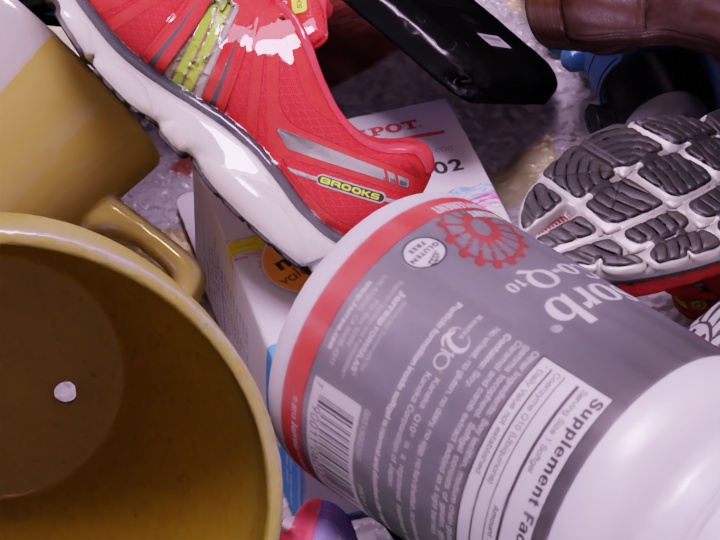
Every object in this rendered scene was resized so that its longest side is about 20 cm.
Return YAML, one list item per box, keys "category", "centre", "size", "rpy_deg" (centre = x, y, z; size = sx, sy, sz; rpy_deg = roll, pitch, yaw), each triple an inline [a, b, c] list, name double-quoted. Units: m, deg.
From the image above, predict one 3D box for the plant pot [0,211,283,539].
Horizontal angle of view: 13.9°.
- category: "plant pot"
  centre: [-0.134, 0.059, 1.078]
  size: [0.200, 0.200, 0.142]
  rpy_deg: [-6, 19, -5]

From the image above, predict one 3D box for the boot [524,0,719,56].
- category: "boot"
  centre: [0.184, -0.150, 1.199]
  size: [0.200, 0.064, 0.186]
  rpy_deg: [11, 65, 49]

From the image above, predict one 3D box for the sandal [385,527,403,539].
- category: "sandal"
  centre: [0.094, 0.115, 1.107]
  size: [0.200, 0.045, 0.075]
  rpy_deg: [20, 51, 1]

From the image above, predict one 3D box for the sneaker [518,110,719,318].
- category: "sneaker"
  centre: [0.138, -0.013, 1.178]
  size: [0.200, 0.085, 0.077]
  rpy_deg: [-17, 47, -40]

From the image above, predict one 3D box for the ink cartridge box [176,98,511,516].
- category: "ink cartridge box"
  centre: [0.000, 0.000, 1.204]
  size: [0.115, 0.068, 0.200]
  rpy_deg: [-12, 44, -12]

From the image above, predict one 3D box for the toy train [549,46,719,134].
- category: "toy train"
  centre: [0.138, -0.118, 1.320]
  size: [0.114, 0.087, 0.200]
  rpy_deg: [-16, 49, -4]

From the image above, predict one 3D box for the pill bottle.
- category: "pill bottle"
  centre: [0.074, 0.064, 1.015]
  size: [0.200, 0.116, 0.116]
  rpy_deg: [32, 53, 33]

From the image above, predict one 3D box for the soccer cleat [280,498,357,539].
- category: "soccer cleat"
  centre: [-0.009, 0.166, 1.041]
  size: [0.076, 0.067, 0.200]
  rpy_deg: [17, 40, -12]

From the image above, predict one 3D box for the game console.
- category: "game console"
  centre: [-0.027, -0.095, 1.262]
  size: [0.176, 0.116, 0.200]
  rpy_deg: [41, 11, 8]

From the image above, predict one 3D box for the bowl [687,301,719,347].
- category: "bowl"
  centre: [0.195, 0.057, 1.091]
  size: [0.201, 0.094, 0.201]
  rpy_deg: [10, 38, -8]

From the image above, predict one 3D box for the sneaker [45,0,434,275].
- category: "sneaker"
  centre: [-0.052, -0.087, 1.140]
  size: [0.200, 0.077, 0.085]
  rpy_deg: [45, 93, -3]

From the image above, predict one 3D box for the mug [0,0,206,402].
- category: "mug"
  centre: [-0.173, -0.029, 1.178]
  size: [0.187, 0.149, 0.153]
  rpy_deg: [34, 78, 36]
